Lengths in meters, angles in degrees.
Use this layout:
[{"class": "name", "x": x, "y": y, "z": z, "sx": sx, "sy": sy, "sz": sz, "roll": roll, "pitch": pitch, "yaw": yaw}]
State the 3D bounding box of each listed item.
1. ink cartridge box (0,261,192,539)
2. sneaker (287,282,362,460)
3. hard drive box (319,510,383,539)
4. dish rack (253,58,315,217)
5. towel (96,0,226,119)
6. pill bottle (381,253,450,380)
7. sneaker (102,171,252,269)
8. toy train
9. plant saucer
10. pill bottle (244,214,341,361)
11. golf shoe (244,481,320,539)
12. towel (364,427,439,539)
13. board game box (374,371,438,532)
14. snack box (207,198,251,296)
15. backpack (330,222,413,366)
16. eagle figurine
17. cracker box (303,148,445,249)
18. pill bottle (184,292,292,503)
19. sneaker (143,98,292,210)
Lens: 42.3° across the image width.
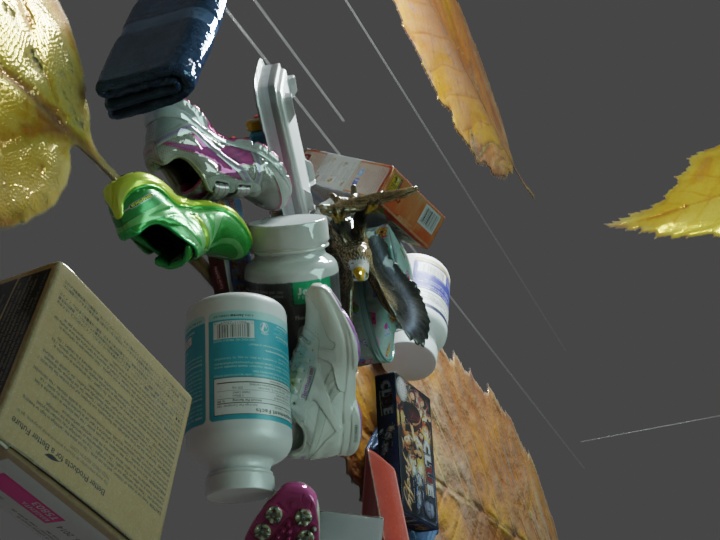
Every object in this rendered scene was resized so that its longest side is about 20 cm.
[{"class": "ink cartridge box", "x": -0.230, "y": 0.121, "z": 0.751, "sx": 0.166, "sy": 0.075, "sz": 0.201, "roll": -83, "pitch": 151, "yaw": -43}, {"class": "sneaker", "x": -0.051, "y": 0.116, "z": 1.013, "sx": 0.075, "sy": 0.099, "sz": 0.202, "roll": -156, "pitch": -120, "yaw": -67}, {"class": "hard drive box", "x": -0.023, "y": 0.395, "z": 1.019, "sx": 0.201, "sy": 0.076, "sz": 0.157, "roll": -82, "pitch": 175, "yaw": -47}, {"class": "dish rack", "x": -0.091, "y": -0.161, "z": 1.179, "sx": 0.172, "sy": 0.043, "sz": 0.202, "roll": -97, "pitch": 177, "yaw": -65}, {"class": "towel", "x": -0.206, "y": -0.242, "z": 0.992, "sx": 0.201, "sy": 0.111, "sz": 0.049, "roll": -83, "pitch": 156, "yaw": -46}, {"class": "pill bottle", "x": 0.086, "y": 0.078, "z": 1.540, "sx": 0.201, "sy": 0.119, "sz": 0.120, "roll": -80, "pitch": 148, "yaw": -48}, {"class": "sneaker", "x": -0.190, "y": -0.036, "z": 0.975, "sx": 0.199, "sy": 0.074, "sz": 0.084, "roll": 21, "pitch": 54, "yaw": -54}, {"class": "toy train", "x": -0.129, "y": -0.105, "z": 1.213, "sx": 0.151, "sy": 0.055, "sz": 0.201, "roll": 76, "pitch": 4, "yaw": -58}, {"class": "plant saucer", "x": 0.035, "y": 0.357, "z": 1.158, "sx": 0.201, "sy": 0.036, "sz": 0.201, "roll": 93, "pitch": -11, "yaw": -44}, {"class": "pill bottle", "x": -0.078, "y": 0.040, "z": 1.093, "sx": 0.113, "sy": 0.112, "sz": 0.202, "roll": -34, "pitch": 121, "yaw": -68}, {"class": "golf shoe", "x": -0.083, "y": 0.295, "z": 0.955, "sx": 0.092, "sy": 0.075, "sz": 0.202, "roll": -72, "pitch": 177, "yaw": -72}, {"class": "towel", "x": 0.060, "y": 0.336, "z": 1.395, "sx": 0.112, "sy": 0.048, "sz": 0.202, "roll": -47, "pitch": 121, "yaw": -65}, {"class": "board game box", "x": 0.068, "y": 0.264, "z": 1.347, "sx": 0.135, "sy": 0.034, "sz": 0.202, "roll": 42, "pitch": 39, "yaw": -54}, {"class": "snack box", "x": -0.165, "y": -0.062, "z": 1.118, "sx": 0.072, "sy": 0.024, "sz": 0.202, "roll": 13, "pitch": 64, "yaw": -68}, {"class": "backpack", "x": 0.001, "y": 0.036, "z": 1.303, "sx": 0.176, "sy": 0.152, "sz": 0.202, "roll": 55, "pitch": 34, "yaw": -69}, {"class": "eagle figurine", "x": -0.002, "y": 0.003, "z": 1.171, "sx": 0.151, "sy": 0.151, "sz": 0.202, "roll": -39, "pitch": 127, "yaw": -53}, {"class": "cracker box", "x": 0.008, "y": -0.105, "z": 1.335, "sx": 0.134, "sy": 0.199, "sz": 0.058, "roll": 39, "pitch": 76, "yaw": -41}, {"class": "pill bottle", "x": -0.127, "y": 0.133, "z": 0.962, "sx": 0.111, "sy": 0.110, "sz": 0.202, "roll": 40, "pitch": 40, "yaw": -57}, {"class": "sneaker", "x": -0.167, "y": -0.109, "z": 1.049, "sx": 0.199, "sy": 0.081, "sz": 0.089, "roll": 27, "pitch": 60, "yaw": -31}]
